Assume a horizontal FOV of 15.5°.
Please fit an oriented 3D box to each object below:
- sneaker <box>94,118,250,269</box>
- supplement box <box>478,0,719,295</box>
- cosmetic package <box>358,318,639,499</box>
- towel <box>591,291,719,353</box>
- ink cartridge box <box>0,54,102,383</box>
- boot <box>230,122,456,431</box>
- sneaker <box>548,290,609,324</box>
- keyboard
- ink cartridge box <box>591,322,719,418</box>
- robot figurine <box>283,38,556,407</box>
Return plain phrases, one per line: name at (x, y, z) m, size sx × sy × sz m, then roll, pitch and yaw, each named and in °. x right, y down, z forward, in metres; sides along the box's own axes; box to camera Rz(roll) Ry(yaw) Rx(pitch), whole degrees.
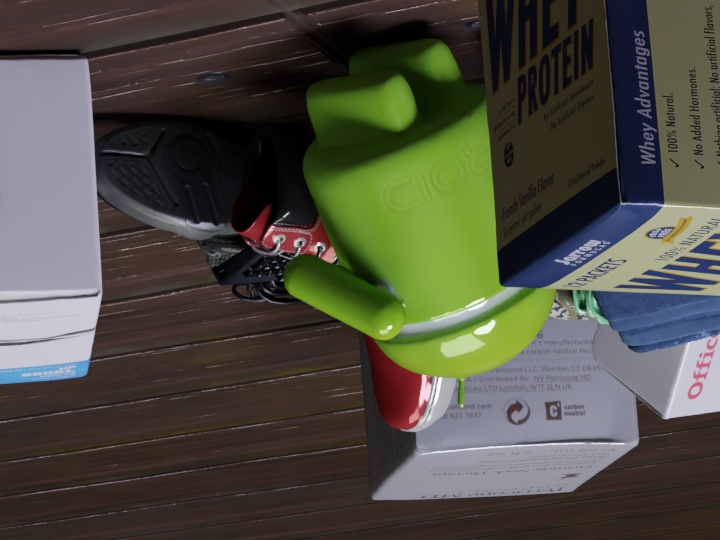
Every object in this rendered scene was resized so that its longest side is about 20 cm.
sneaker at (-0.097, -0.041, 1.646) m, size 0.199 × 0.077 × 0.114 m, roll 1°, pitch 159°, yaw -39°
supplement box at (0.174, -0.100, 1.256) m, size 0.199 × 0.201 × 0.134 m, roll 3°, pitch 163°, yaw -21°
cosmetic package at (0.096, 0.069, 1.943) m, size 0.167 × 0.167 × 0.200 m, roll -2°, pitch 166°, yaw -9°
towel at (0.157, -0.051, 1.490) m, size 0.111 × 0.201 × 0.049 m, roll -13°, pitch -158°, yaw 39°
ink cartridge box at (-0.199, -0.026, 1.538) m, size 0.084 × 0.145 × 0.200 m, roll -3°, pitch 166°, yaw -9°
boot at (-0.014, 0.006, 1.569) m, size 0.144 × 0.201 × 0.072 m, roll -13°, pitch -168°, yaw -38°
sneaker at (0.160, 0.006, 1.603) m, size 0.199 × 0.077 × 0.089 m, roll 0°, pitch -164°, yaw 36°
keyboard at (0.000, 0.000, 1.677) m, size 0.199 × 0.040 × 0.104 m, roll -4°, pitch 161°, yaw -42°
ink cartridge box at (0.265, 0.008, 1.719) m, size 0.199 × 0.148 × 0.086 m, roll -7°, pitch -148°, yaw -35°
robot figurine at (0.041, -0.028, 1.495) m, size 0.115 × 0.201 × 0.175 m, roll -5°, pitch -154°, yaw 41°
